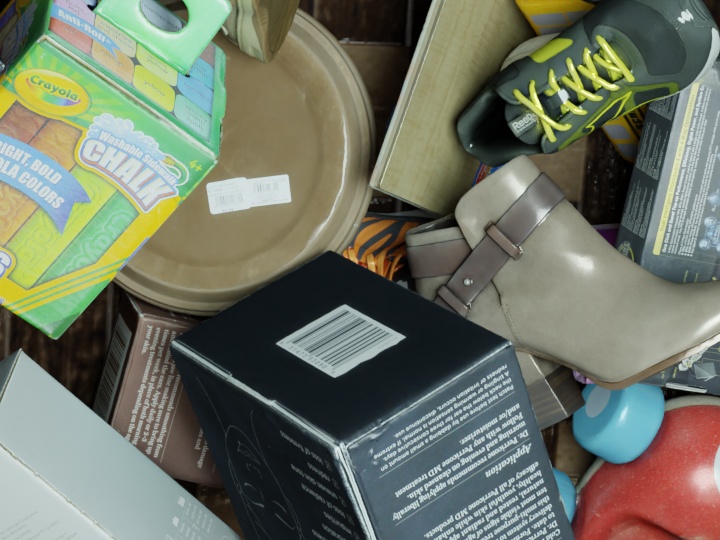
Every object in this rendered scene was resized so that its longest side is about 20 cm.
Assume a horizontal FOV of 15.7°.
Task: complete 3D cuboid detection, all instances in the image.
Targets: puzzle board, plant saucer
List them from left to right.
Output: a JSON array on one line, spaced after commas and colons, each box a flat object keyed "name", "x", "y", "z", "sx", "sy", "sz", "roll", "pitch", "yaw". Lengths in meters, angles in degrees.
[{"name": "plant saucer", "x": -0.089, "y": -0.072, "z": 1.569, "sx": 0.199, "sy": 0.029, "sz": 0.201, "roll": 0, "pitch": 90, "yaw": 2}, {"name": "puzzle board", "x": 0.074, "y": -0.130, "z": 1.586, "sx": 0.151, "sy": 0.017, "sz": 0.201, "roll": 21, "pitch": 88, "yaw": -59}]

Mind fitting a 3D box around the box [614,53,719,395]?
[{"name": "box", "x": 0.238, "y": -0.023, "z": 1.572, "sx": 0.160, "sy": 0.049, "sz": 0.201, "roll": 7, "pitch": 103, "yaw": -19}]

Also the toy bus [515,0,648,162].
[{"name": "toy bus", "x": 0.157, "y": -0.150, "z": 1.589, "sx": 0.200, "sy": 0.078, "sz": 0.065, "roll": 50, "pitch": 50, "yaw": -42}]

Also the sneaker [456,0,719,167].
[{"name": "sneaker", "x": 0.130, "y": -0.105, "z": 1.505, "sx": 0.075, "sy": 0.200, "sz": 0.085, "roll": 50, "pitch": 57, "yaw": -6}]

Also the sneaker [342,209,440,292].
[{"name": "sneaker", "x": 0.000, "y": 0.000, "z": 1.608, "sx": 0.199, "sy": 0.112, "sz": 0.078, "roll": -5, "pitch": 106, "yaw": -14}]

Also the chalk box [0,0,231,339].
[{"name": "chalk box", "x": -0.154, "y": -0.088, "z": 1.454, "sx": 0.124, "sy": 0.124, "sz": 0.200, "roll": 34, "pitch": 117, "yaw": -20}]

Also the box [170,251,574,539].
[{"name": "box", "x": 0.013, "y": 0.121, "z": 1.495, "sx": 0.124, "sy": 0.200, "sz": 0.197, "roll": -29, "pitch": 119, "yaw": -21}]

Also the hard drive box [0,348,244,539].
[{"name": "hard drive box", "x": -0.191, "y": 0.165, "z": 1.582, "sx": 0.156, "sy": 0.077, "sz": 0.200, "roll": -32, "pitch": 117, "yaw": 33}]

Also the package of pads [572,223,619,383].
[{"name": "package of pads", "x": 0.215, "y": 0.016, "z": 1.668, "sx": 0.199, "sy": 0.121, "sz": 0.076, "roll": -4, "pitch": 111, "yaw": -15}]

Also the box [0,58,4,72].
[{"name": "box", "x": -0.312, "y": -0.090, "z": 1.450, "sx": 0.124, "sy": 0.200, "sz": 0.197, "roll": 39, "pitch": 92, "yaw": -21}]

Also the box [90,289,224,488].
[{"name": "box", "x": -0.063, "y": 0.084, "z": 1.636, "sx": 0.199, "sy": 0.075, "sz": 0.101, "roll": 14, "pitch": 100, "yaw": -17}]

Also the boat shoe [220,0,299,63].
[{"name": "boat shoe", "x": -0.072, "y": -0.179, "z": 1.457, "sx": 0.064, "sy": 0.200, "sz": 0.071, "roll": 24, "pitch": 68, "yaw": 8}]

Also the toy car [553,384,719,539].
[{"name": "toy car", "x": 0.203, "y": 0.196, "z": 1.654, "sx": 0.184, "sy": 0.200, "sz": 0.177, "roll": 28, "pitch": 118, "yaw": -24}]

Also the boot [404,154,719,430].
[{"name": "boot", "x": 0.123, "y": 0.000, "z": 1.511, "sx": 0.199, "sy": 0.070, "sz": 0.147, "roll": -29, "pitch": 90, "yaw": 21}]
